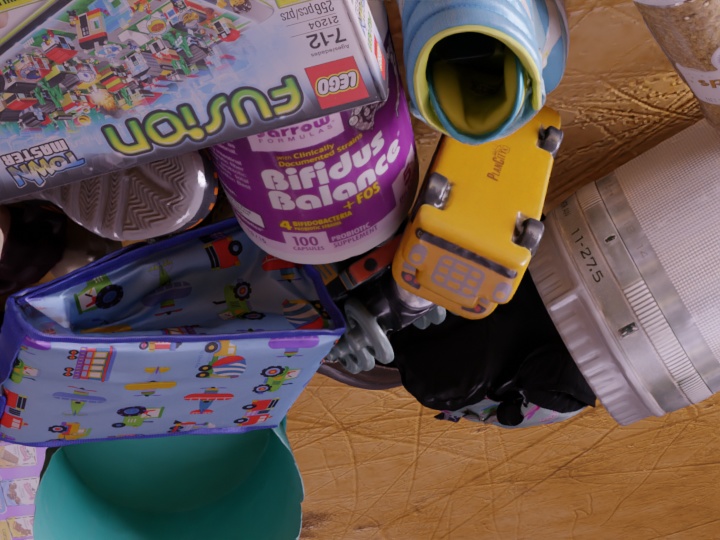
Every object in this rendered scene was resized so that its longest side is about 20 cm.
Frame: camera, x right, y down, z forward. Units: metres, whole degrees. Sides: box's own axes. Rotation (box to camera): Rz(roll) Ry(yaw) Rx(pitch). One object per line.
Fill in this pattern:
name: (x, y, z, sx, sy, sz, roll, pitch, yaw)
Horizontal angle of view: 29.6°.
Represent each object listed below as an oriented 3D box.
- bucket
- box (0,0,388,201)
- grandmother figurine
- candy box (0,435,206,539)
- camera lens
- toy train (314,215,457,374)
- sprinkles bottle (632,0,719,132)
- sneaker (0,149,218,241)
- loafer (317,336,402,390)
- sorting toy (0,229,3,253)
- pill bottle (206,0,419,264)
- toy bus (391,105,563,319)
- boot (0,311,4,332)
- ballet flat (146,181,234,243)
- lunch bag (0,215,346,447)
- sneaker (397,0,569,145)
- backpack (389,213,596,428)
bucket: (-0.144, 0.148, 1.031, 0.205, 0.135, 0.209, -3, 115, -7)
box: (-0.097, -0.101, 0.592, 0.198, 0.035, 0.110, -14, 132, 14)
grandmother figurine: (-0.236, -0.023, 0.879, 0.199, 0.061, 0.121, 15, 136, -43)
candy box: (-0.228, 0.157, 1.138, 0.198, 0.072, 0.169, -5, 117, -8)
camera lens: (0.225, -0.008, 0.889, 0.199, 0.161, 0.160, -30, 149, 13)
toy train: (0.000, 0.000, 0.879, 0.085, 0.114, 0.200, -33, 179, -13)
sprinkles bottle: (0.193, -0.141, 0.747, 0.068, 0.069, 0.200, -20, 153, 23)
sneaker: (-0.127, -0.057, 0.781, 0.199, 0.078, 0.112, 16, -176, 42)
loafer: (-0.011, 0.045, 1.063, 0.199, 0.074, 0.071, 8, 150, -31)
sorting toy: (-0.300, -0.008, 0.732, 0.198, 0.070, 0.200, 36, 145, 3)
pill bottle: (-0.035, -0.099, 0.703, 0.111, 0.113, 0.200, -11, 147, 5)
toy bus: (0.066, -0.041, 0.766, 0.065, 0.200, 0.079, 24, 125, -1)
boot: (-0.314, 0.038, 0.950, 0.168, 0.077, 0.200, 34, -178, -18)
ballet flat: (-0.093, -0.024, 0.903, 0.072, 0.073, 0.200, 6, 151, -28)
lunch bag: (-0.131, 0.050, 0.807, 0.199, 0.095, 0.151, -12, 157, -27)
sneaker: (0.067, -0.106, 0.708, 0.079, 0.132, 0.200, -20, 153, 21)
backpack: (0.104, 0.045, 1.031, 0.126, 0.168, 0.200, -3, 163, 32)
